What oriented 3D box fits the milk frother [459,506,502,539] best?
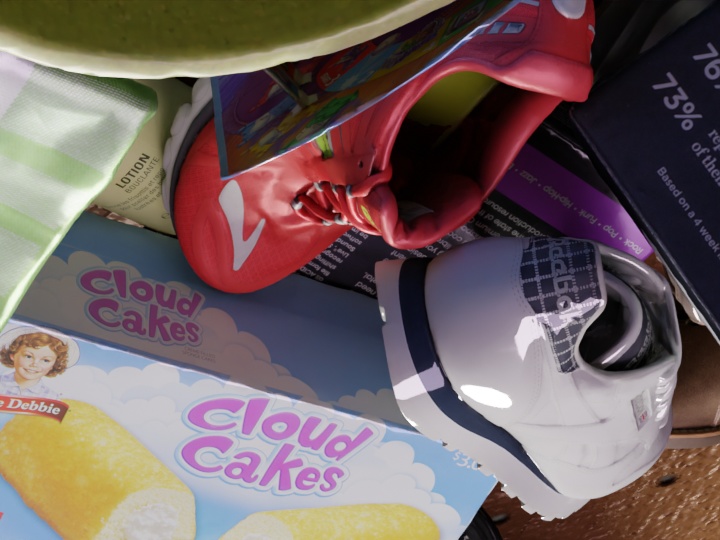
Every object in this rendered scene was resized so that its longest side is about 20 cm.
[{"bbox_3d":[0.056,0.198,1.386,0.201,0.180,0.188,-63,172,14],"label":"milk frother"}]

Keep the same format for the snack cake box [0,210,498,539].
[{"bbox_3d":[-0.060,0.057,1.020,0.199,0.067,0.115,16,129,-19],"label":"snack cake box"}]

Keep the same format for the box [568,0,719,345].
[{"bbox_3d":[0.192,-0.041,0.924,0.199,0.148,0.104,-35,162,5],"label":"box"}]

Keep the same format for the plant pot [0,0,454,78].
[{"bbox_3d":[-0.043,-0.180,0.670,0.199,0.185,0.201,-12,146,-8],"label":"plant pot"}]

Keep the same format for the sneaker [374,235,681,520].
[{"bbox_3d":[0.078,0.034,0.971,0.080,0.077,0.200,-21,162,19],"label":"sneaker"}]

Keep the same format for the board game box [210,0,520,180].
[{"bbox_3d":[0.012,-0.102,0.787,0.158,0.200,0.039,-36,107,7],"label":"board game box"}]

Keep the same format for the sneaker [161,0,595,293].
[{"bbox_3d":[0.001,-0.039,0.918,0.077,0.085,0.200,16,142,-32],"label":"sneaker"}]

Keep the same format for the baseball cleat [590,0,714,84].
[{"bbox_3d":[0.142,-0.105,1.020,0.106,0.070,0.200,-8,157,-31],"label":"baseball cleat"}]

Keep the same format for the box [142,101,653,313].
[{"bbox_3d":[0.000,0.000,1.045,0.143,0.036,0.200,31,120,-28],"label":"box"}]

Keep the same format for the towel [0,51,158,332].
[{"bbox_3d":[-0.178,-0.040,0.840,0.199,0.031,0.149,20,141,-20],"label":"towel"}]

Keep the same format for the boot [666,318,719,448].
[{"bbox_3d":[0.163,0.028,1.244,0.199,0.074,0.076,-7,129,-27],"label":"boot"}]

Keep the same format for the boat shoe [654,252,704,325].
[{"bbox_3d":[0.193,-0.053,1.123,0.200,0.060,0.072,-39,143,29],"label":"boat shoe"}]

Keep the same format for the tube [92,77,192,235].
[{"bbox_3d":[-0.123,-0.066,0.942,0.052,0.058,0.199,2,162,43],"label":"tube"}]
